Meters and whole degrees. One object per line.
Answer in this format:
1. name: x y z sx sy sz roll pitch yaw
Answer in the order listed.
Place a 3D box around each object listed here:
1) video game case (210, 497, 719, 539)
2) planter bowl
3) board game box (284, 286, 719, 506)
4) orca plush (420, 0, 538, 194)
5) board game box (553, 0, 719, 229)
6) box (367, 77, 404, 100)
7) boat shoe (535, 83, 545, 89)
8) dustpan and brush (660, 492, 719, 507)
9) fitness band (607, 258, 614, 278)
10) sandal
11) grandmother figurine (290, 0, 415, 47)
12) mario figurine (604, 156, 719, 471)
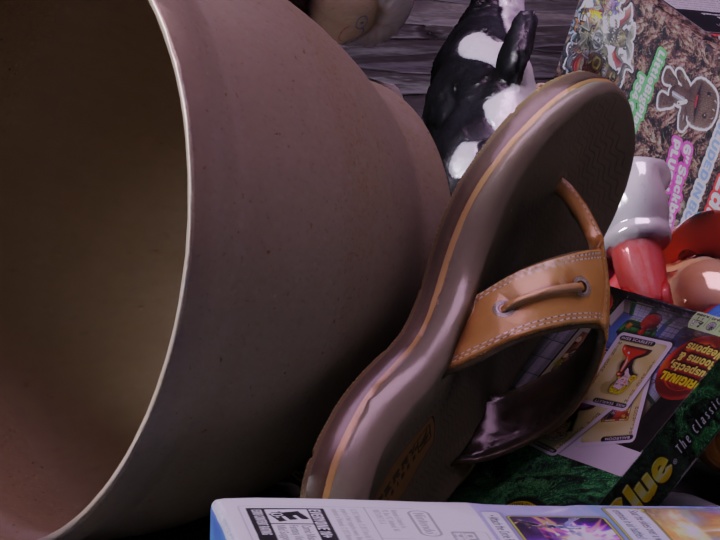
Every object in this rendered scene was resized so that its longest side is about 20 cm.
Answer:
1. video game case: 0.061 0.106 0.744 0.181 0.045 0.200 1 11 -10
2. planter bowl: -0.056 -0.008 0.940 0.135 0.200 0.200 5 8 -38
3. board game box: 0.034 0.041 0.975 0.200 0.105 0.023 17 -28 50
4. orca plush: 0.038 -0.079 1.247 0.071 0.105 0.200 2 52 -1
5. board game box: 0.197 -0.042 1.218 0.159 0.097 0.200 2 27 -33
6. box: -0.036 -0.044 1.238 0.068 0.082 0.200 -23 -13 19
7. boat shoe: 0.115 -0.052 1.390 0.069 0.074 0.200 13 -9 22
8. dustpan and brush: 0.154 0.074 0.886 0.140 0.057 0.200 33 -14 -37
9. fitness band: 0.118 0.013 1.277 0.200 0.037 0.144 7 14 21
10. sandal: 0.045 0.026 0.901 0.054 0.080 0.200 16 55 26
11. grandmother figurine: -0.065 -0.106 1.247 0.200 0.061 0.121 -14 -13 -31
12. mario figurine: 0.143 0.021 1.032 0.106 0.123 0.200 -10 17 -5
